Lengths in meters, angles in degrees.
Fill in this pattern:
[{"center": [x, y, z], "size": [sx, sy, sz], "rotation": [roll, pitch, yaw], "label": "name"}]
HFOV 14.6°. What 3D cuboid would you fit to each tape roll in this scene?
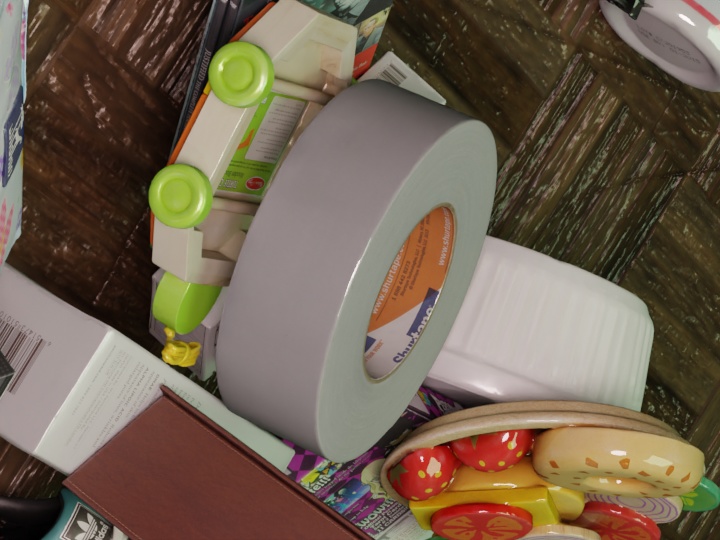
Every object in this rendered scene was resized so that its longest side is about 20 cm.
[{"center": [0.000, 0.000, 1.517], "size": [0.201, 0.066, 0.201], "rotation": [-54, 159, -32], "label": "tape roll"}]

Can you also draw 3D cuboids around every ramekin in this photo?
[{"center": [0.088, 0.040, 1.720], "size": [0.202, 0.201, 0.095], "rotation": [27, 81, -54], "label": "ramekin"}]

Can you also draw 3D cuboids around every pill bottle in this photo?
[{"center": [0.250, -0.223, 1.805], "size": [0.200, 0.108, 0.109], "rotation": [-54, 143, -10], "label": "pill bottle"}]

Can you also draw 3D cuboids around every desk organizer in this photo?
[{"center": [-0.056, 0.149, 1.421], "size": [0.077, 0.200, 0.072], "rotation": [-40, 139, -20], "label": "desk organizer"}]

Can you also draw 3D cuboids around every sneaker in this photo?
[{"center": [-0.138, 0.166, 1.526], "size": [0.072, 0.199, 0.080], "rotation": [-66, 159, -45], "label": "sneaker"}]

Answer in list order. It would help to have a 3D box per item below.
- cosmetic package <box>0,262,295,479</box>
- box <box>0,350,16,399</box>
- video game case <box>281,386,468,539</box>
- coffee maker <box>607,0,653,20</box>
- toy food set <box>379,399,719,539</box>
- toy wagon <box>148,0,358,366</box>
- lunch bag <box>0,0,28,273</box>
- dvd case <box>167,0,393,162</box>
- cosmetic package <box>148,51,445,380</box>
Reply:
[{"center": [-0.138, 0.077, 1.535], "size": [0.081, 0.113, 0.200], "rotation": [-58, 145, -3], "label": "cosmetic package"}, {"center": [-0.273, 0.112, 1.377], "size": [0.160, 0.044, 0.200], "rotation": [-21, 156, -41], "label": "box"}, {"center": [-0.012, 0.150, 1.730], "size": [0.200, 0.036, 0.181], "rotation": [-40, 147, 16], "label": "video game case"}, {"center": [0.156, -0.280, 1.661], "size": [0.201, 0.134, 0.192], "rotation": [-59, 167, -1], "label": "coffee maker"}, {"center": [0.111, 0.128, 1.649], "size": [0.198, 0.199, 0.049], "rotation": [62, 26, -64], "label": "toy food set"}, {"center": [-0.065, -0.045, 1.465], "size": [0.201, 0.039, 0.155], "rotation": [-62, 162, 7], "label": "toy wagon"}, {"center": [-0.229, -0.061, 1.324], "size": [0.200, 0.127, 0.171], "rotation": [-26, 132, -47], "label": "lunch bag"}, {"center": [-0.037, -0.123, 1.535], "size": [0.146, 0.022, 0.200], "rotation": [-35, 161, -31], "label": "dvd case"}, {"center": [-0.036, -0.031, 1.612], "size": [0.200, 0.051, 0.083], "rotation": [-45, 169, -20], "label": "cosmetic package"}]
